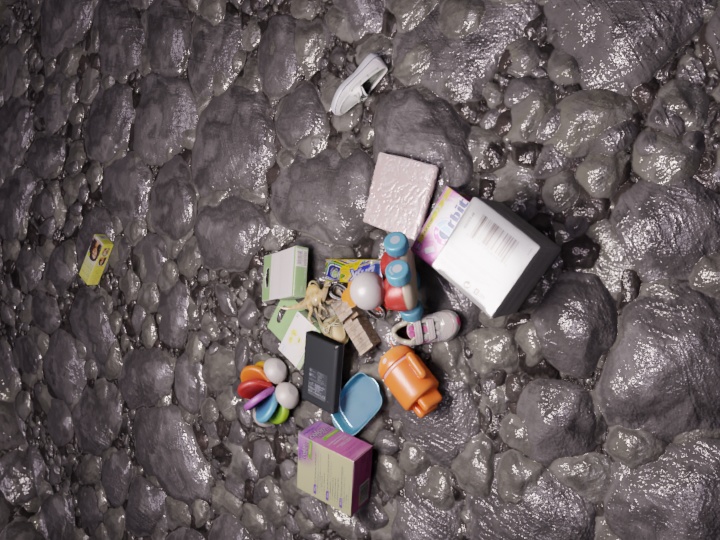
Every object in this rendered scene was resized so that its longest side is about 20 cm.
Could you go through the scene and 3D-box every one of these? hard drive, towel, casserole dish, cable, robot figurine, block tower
[{"bbox_3d":[-0.109,0.287,1.793,0.138,0.033,0.204,17,108,42],"label":"hard drive"},{"bbox_3d":[0.106,-0.200,1.691,0.189,0.032,0.204,21,102,33],"label":"towel"},{"bbox_3d":[-0.006,0.375,1.776,0.201,0.039,0.122,-50,65,23],"label":"casserole dish"},{"bbox_3d":[0.007,0.081,1.736,0.196,0.050,0.099,3,98,22],"label":"cable"},{"bbox_3d":[0.123,0.281,1.640,0.116,0.144,0.201,-40,68,3],"label":"robot figurine"},{"bbox_3d":[-0.019,0.138,1.770,0.054,0.057,0.202,-42,67,27],"label":"block tower"}]

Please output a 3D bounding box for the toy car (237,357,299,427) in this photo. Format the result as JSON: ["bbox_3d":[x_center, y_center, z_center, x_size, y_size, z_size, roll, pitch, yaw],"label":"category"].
[{"bbox_3d":[-0.295,0.373,1.904,0.174,0.149,0.202,-39,70,28],"label":"toy car"}]

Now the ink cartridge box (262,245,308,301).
[{"bbox_3d":[-0.228,0.015,1.894,0.199,0.047,0.149,-13,72,55],"label":"ink cartridge box"}]

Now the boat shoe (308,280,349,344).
[{"bbox_3d":[-0.096,0.123,1.804,0.072,0.063,0.203,-25,71,0],"label":"boat shoe"}]

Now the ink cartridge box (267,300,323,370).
[{"bbox_3d":[-0.205,0.178,1.902,0.199,0.048,0.147,40,112,24],"label":"ink cartridge box"}]

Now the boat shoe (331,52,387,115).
[{"bbox_3d":[-0.004,-0.500,1.733,0.201,0.073,0.067,-51,63,23],"label":"boat shoe"}]

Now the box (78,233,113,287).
[{"bbox_3d":[-1.030,-0.038,2.454,0.075,0.050,0.202,39,112,27],"label":"box"}]

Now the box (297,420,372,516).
[{"bbox_3d":[-0.074,0.551,1.770,0.197,0.096,0.180,15,112,32],"label":"box"}]

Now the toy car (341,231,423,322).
[{"bbox_3d":[0.043,0.030,1.588,0.196,0.186,0.179,-10,50,11],"label":"toy car"}]

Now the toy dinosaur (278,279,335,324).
[{"bbox_3d":[-0.132,0.094,1.766,0.198,0.058,0.103,-31,79,32],"label":"toy dinosaur"}]

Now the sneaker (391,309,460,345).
[{"bbox_3d":[0.163,0.155,1.626,0.198,0.088,0.083,-20,80,32],"label":"sneaker"}]

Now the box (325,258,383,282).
[{"bbox_3d":[0.000,0.000,1.744,0.197,0.070,0.066,0,93,34],"label":"box"}]

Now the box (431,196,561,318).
[{"bbox_3d":[0.316,-0.031,1.469,0.199,0.170,0.202,42,113,26],"label":"box"}]

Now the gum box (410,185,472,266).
[{"bbox_3d":[0.222,-0.096,1.593,0.113,0.066,0.202,39,112,26],"label":"gum box"}]
